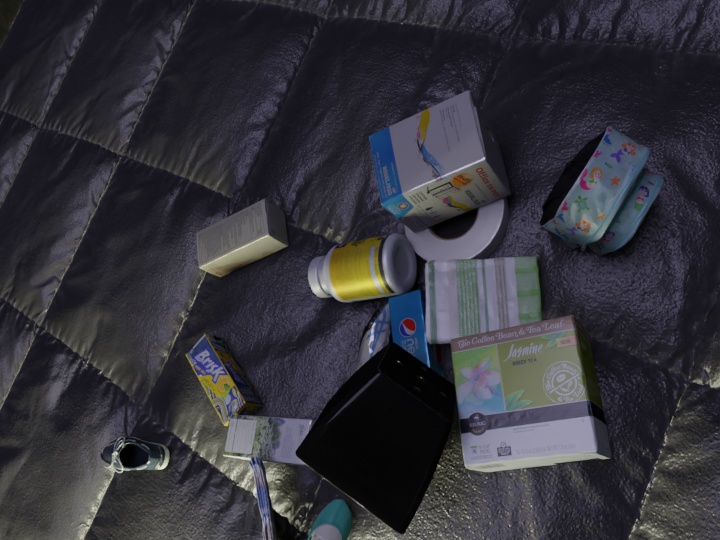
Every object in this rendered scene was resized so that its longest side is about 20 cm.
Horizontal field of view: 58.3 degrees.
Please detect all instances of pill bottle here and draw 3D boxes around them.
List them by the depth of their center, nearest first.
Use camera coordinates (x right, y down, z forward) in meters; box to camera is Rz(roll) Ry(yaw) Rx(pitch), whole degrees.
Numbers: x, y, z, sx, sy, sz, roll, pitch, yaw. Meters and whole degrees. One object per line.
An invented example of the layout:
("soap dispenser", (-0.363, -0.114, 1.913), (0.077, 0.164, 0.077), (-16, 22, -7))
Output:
("pill bottle", (0.000, 0.000, 1.225), (0.197, 0.111, 0.114), (-9, 68, 34))

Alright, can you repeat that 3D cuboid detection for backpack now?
("backpack", (0.371, -0.119, 1.001), (0.149, 0.200, 0.179), (33, 90, 14))

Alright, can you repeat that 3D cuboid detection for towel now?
("towel", (0.210, 0.053, 1.110), (0.196, 0.031, 0.152), (-2, 72, 10))
("towel", (-0.167, 0.444, 1.159), (0.023, 0.147, 0.203), (-12, 67, -9))

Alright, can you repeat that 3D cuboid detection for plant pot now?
("plant pot", (0.046, 0.236, 1.005), (0.198, 0.200, 0.179), (34, 108, 4))

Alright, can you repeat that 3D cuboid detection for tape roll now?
("tape roll", (0.177, -0.102, 1.206), (0.199, 0.037, 0.207), (-10, 69, 27))

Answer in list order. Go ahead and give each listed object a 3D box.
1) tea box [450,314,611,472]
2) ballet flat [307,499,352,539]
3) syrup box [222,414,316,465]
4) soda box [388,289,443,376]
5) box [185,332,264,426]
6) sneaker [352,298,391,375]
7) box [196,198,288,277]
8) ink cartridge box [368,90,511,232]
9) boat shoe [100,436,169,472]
("tea box", (0.259, 0.195, 0.994), (0.197, 0.133, 0.201), (-16, 65, 25))
("ballet flat", (-0.076, 0.497, 1.121), (0.067, 0.070, 0.202), (31, 92, 5))
("syrup box", (-0.158, 0.324, 1.228), (0.197, 0.081, 0.080), (-4, 69, 29))
("soda box", (0.101, 0.144, 1.148), (0.067, 0.064, 0.204), (-17, 66, 25))
("box", (-0.286, 0.228, 1.349), (0.070, 0.064, 0.200), (-46, 56, 8))
("sneaker", (0.030, 0.153, 1.195), (0.071, 0.072, 0.203), (19, 72, -5))
("box", (-0.262, -0.070, 1.430), (0.197, 0.077, 0.097), (-21, 63, 23))
("ink cartridge box", (0.142, -0.187, 1.146), (0.197, 0.147, 0.147), (-20, 63, 23))
("boat shoe", (-0.509, 0.406, 1.419), (0.197, 0.062, 0.076), (1, 75, 31))
